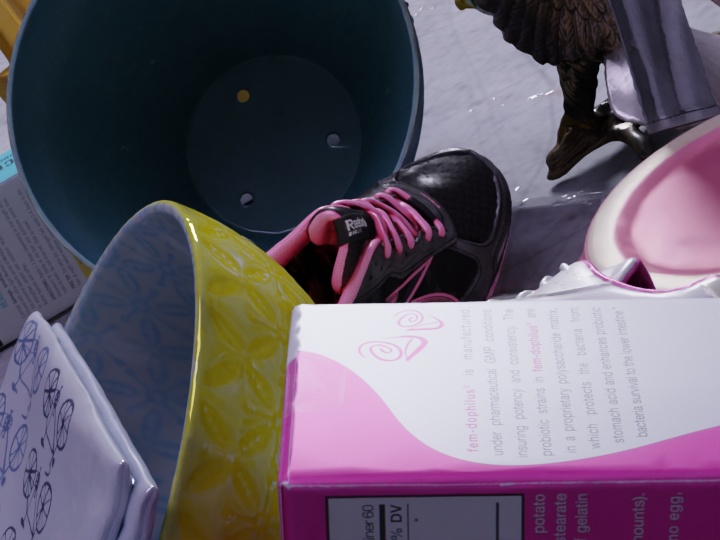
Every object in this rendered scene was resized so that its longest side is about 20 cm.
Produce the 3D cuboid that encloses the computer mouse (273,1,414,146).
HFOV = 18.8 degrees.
[{"bbox_3d":[-0.023,-0.107,1.237,0.109,0.044,0.200,-12,23,7],"label":"computer mouse"}]

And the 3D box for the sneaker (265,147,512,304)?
[{"bbox_3d":[0.000,0.000,0.907,0.079,0.096,0.200,37,54,18],"label":"sneaker"}]

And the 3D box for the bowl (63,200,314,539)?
[{"bbox_3d":[-0.050,0.086,0.776,0.200,0.107,0.201,-49,32,45],"label":"bowl"}]

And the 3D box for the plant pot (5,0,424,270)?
[{"bbox_3d":[-0.058,-0.074,1.072,0.199,0.201,0.135,-24,-12,6],"label":"plant pot"}]

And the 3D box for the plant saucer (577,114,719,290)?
[{"bbox_3d":[0.166,-0.015,0.851,0.199,0.051,0.201,-22,25,11],"label":"plant saucer"}]

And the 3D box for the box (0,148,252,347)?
[{"bbox_3d":[-0.152,-0.037,1.187,0.199,0.083,0.049,-30,23,-7],"label":"box"}]

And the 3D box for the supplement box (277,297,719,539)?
[{"bbox_3d":[0.078,0.073,0.624,0.198,0.104,0.101,0,27,1],"label":"supplement box"}]

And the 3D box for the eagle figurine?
[{"bbox_3d":[0.086,-0.146,1.008,0.150,0.201,0.152,-17,26,21],"label":"eagle figurine"}]

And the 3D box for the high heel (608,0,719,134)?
[{"bbox_3d":[0.186,-0.152,0.953,0.199,0.144,0.071,-18,2,-27],"label":"high heel"}]

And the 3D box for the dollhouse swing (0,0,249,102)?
[{"bbox_3d":[-0.142,-0.198,1.382,0.181,0.177,0.200,1,36,48],"label":"dollhouse swing"}]

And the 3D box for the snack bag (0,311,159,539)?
[{"bbox_3d":[-0.127,0.130,0.757,0.201,0.021,0.189,-69,22,9],"label":"snack bag"}]

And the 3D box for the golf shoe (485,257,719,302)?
[{"bbox_3d":[0.065,0.038,0.802,0.199,0.075,0.092,8,61,44],"label":"golf shoe"}]
